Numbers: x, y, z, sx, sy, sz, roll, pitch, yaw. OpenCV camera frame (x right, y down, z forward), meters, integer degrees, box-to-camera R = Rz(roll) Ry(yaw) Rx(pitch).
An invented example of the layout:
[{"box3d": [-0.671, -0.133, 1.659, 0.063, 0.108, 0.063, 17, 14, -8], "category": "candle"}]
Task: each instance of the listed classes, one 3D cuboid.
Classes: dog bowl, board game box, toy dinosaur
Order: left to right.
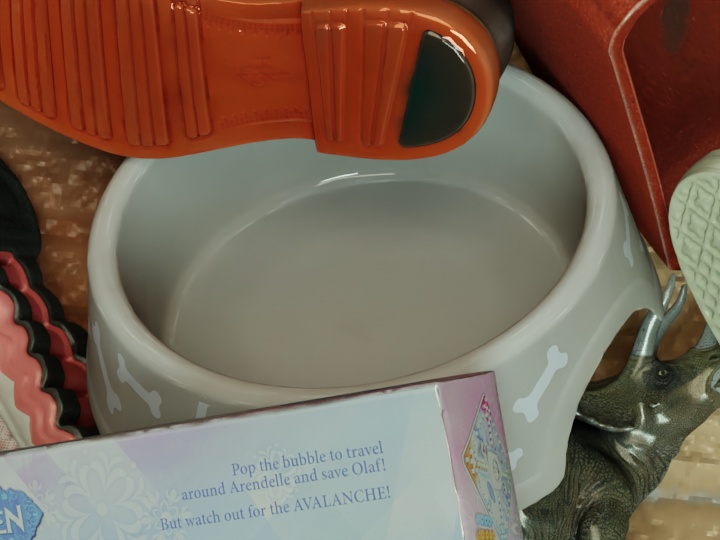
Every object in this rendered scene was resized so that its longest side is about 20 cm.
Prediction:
[{"box3d": [-0.037, 0.143, 0.798, 0.199, 0.043, 0.200, -10, 90, 28], "category": "board game box"}, {"box3d": [0.000, 0.000, 0.884, 0.199, 0.059, 0.200, -6, 44, 5], "category": "dog bowl"}, {"box3d": [0.044, 0.086, 0.887, 0.200, 0.077, 0.103, -20, 78, -28], "category": "toy dinosaur"}]

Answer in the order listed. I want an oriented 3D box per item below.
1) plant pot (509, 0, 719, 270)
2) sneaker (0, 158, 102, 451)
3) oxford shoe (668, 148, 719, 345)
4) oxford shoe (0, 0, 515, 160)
[{"box3d": [0.113, -0.154, 0.900, 0.200, 0.200, 0.176, -41, 66, -5], "category": "plant pot"}, {"box3d": [-0.150, 0.023, 0.936, 0.087, 0.074, 0.200, -37, 69, 17], "category": "sneaker"}, {"box3d": [0.167, 0.046, 0.887, 0.058, 0.075, 0.200, -29, 99, -37], "category": "oxford shoe"}, {"box3d": [-0.046, -0.081, 0.897, 0.199, 0.073, 0.071, 10, 121, 12], "category": "oxford shoe"}]
